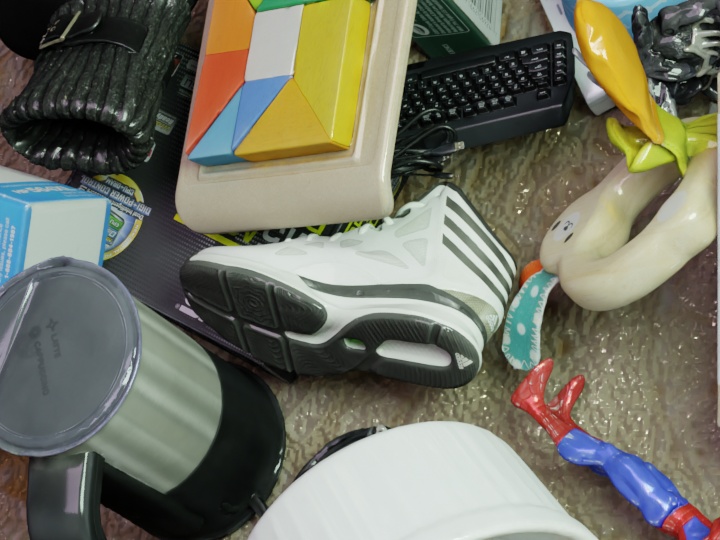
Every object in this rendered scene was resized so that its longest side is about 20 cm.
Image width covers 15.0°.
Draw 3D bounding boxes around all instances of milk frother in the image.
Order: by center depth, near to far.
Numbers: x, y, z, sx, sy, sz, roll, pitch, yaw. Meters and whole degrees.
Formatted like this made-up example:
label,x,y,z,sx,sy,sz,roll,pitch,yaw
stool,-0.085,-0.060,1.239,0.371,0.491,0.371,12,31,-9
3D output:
label,x,y,z,sx,sy,sz,roll,pitch,yaw
milk frother,-0.091,0.090,1.567,0.200,0.188,0.181,-23,62,16

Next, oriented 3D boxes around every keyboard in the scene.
label,x,y,z,sx,sy,sz,roll,pitch,yaw
keyboard,0.028,-0.095,1.615,0.200,0.040,0.104,-13,47,14

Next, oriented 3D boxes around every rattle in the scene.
label,x,y,z,sx,sy,sz,roll,pitch,yaw
rattle,0.106,-0.041,1.508,0.200,0.143,0.130,-25,46,48

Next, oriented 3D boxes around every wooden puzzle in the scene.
label,x,y,z,sx,sy,sz,roll,pitch,yaw
wooden puzzle,-0.040,-0.126,1.592,0.185,0.037,0.200,-4,77,47

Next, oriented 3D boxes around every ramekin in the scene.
label,x,y,z,sx,sy,sz,roll,pitch,yaw
ramekin,0.028,0.175,1.474,0.200,0.200,0.098,-39,50,7

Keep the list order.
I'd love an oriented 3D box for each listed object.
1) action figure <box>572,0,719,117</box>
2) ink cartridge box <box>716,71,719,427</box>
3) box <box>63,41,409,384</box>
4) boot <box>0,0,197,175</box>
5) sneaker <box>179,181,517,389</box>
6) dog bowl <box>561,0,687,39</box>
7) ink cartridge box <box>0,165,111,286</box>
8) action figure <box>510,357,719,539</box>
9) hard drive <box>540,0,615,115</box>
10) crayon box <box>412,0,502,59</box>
label,x,y,z,sx,sy,sz,roll,pitch,yaw
action figure,0.223,-0.112,1.540,0.200,0.119,0.102,-14,59,15
ink cartridge box,0.267,-0.004,1.407,0.165,0.075,0.200,11,111,40
box,-0.087,-0.042,1.703,0.200,0.044,0.160,27,83,32
boot,-0.185,-0.130,1.722,0.211,0.079,0.158,-14,50,50
sneaker,0.000,0.000,1.605,0.200,0.076,0.115,12,49,26
dog bowl,0.156,-0.226,1.626,0.111,0.050,0.200,-16,62,20
ink cartridge box,-0.266,0.002,1.718,0.200,0.084,0.146,18,105,33
action figure,0.180,0.107,1.498,0.099,0.065,0.200,-48,57,12
hard drive,0.202,-0.195,1.635,0.200,0.027,0.132,-28,60,13
crayon box,0.046,-0.246,1.673,0.051,0.126,0.200,-4,68,25
